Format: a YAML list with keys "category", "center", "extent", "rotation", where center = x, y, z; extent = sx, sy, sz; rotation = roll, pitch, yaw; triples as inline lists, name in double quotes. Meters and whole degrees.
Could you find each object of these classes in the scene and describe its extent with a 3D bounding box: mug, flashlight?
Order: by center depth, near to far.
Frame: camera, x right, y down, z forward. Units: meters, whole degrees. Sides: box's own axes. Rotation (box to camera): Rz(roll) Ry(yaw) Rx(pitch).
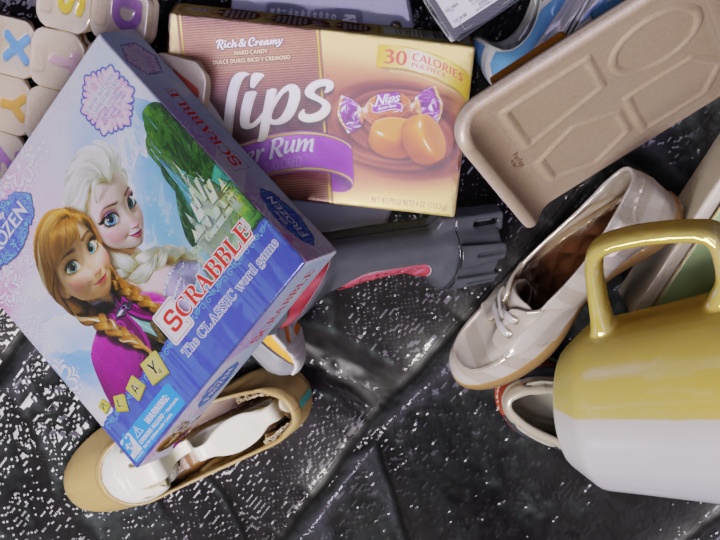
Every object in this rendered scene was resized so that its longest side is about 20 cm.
- category: "mug"
  center: [0.210, 0.067, 1.111]
  extent: [0.153, 0.149, 0.187]
  rotation: [-6, 83, 27]
- category: "flashlight"
  center: [0.000, 0.000, 1.143]
  extent: [0.200, 0.068, 0.068]
  rotation: [-8, 91, -28]

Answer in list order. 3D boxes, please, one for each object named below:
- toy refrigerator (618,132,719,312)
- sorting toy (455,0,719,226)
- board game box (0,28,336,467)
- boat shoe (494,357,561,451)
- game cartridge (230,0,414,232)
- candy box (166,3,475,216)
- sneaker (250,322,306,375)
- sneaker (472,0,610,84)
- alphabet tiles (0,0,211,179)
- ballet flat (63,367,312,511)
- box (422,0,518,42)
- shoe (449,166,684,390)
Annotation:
- category: "toy refrigerator"
  center: [0.266, -0.042, 1.168]
  extent: [0.076, 0.070, 0.200]
  rotation: [30, 103, -8]
- category: "sorting toy"
  center: [0.161, -0.122, 1.099]
  extent: [0.200, 0.185, 0.037]
  rotation: [-36, 65, 7]
- category: "board game box"
  center: [-0.144, -0.013, 1.083]
  extent: [0.200, 0.041, 0.200]
  rotation: [47, 118, 14]
- category: "boat shoe"
  center: [0.190, 0.114, 1.214]
  extent: [0.200, 0.063, 0.071]
  rotation: [21, 102, -7]
- category: "game cartridge"
  center: [-0.028, -0.115, 1.166]
  extent: [0.133, 0.040, 0.200]
  rotation: [7, 105, 2]
- category: "candy box"
  center: [-0.030, -0.107, 1.122]
  extent: [0.200, 0.056, 0.117]
  rotation: [6, 105, -3]
- category: "sneaker"
  center: [-0.124, 0.012, 1.184]
  extent: [0.200, 0.078, 0.077]
  rotation: [38, 107, -2]
- category: "sneaker"
  center: [0.155, -0.196, 1.125]
  extent: [0.072, 0.072, 0.200]
  rotation: [41, 100, -14]
- category: "alphabet tiles"
  center: [-0.184, -0.096, 1.126]
  extent: [0.195, 0.015, 0.200]
  rotation: [18, 108, 30]
- category: "ballet flat"
  center: [-0.129, 0.124, 1.215]
  extent: [0.200, 0.063, 0.069]
  rotation: [-27, 103, 7]
- category: "box"
  center: [0.124, -0.226, 1.072]
  extent: [0.200, 0.158, 0.051]
  rotation: [-32, 103, 7]
- category: "shoe"
  center: [0.131, 0.004, 1.171]
  extent: [0.200, 0.070, 0.053]
  rotation: [-42, 134, 12]
